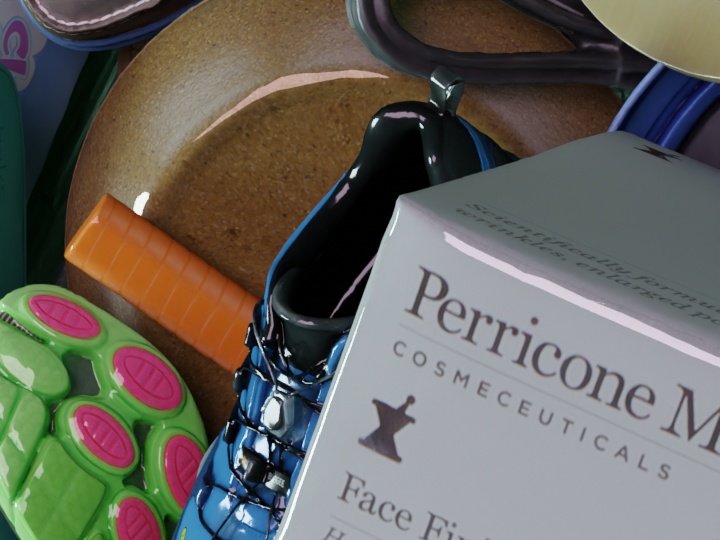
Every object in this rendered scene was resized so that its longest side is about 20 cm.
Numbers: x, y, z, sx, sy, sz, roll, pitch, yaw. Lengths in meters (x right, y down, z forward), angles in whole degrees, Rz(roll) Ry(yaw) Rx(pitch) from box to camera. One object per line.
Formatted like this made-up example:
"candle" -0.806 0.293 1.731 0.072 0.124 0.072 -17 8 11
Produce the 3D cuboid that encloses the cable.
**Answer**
"cable" 0.094 -0.070 0.942 0.199 0.050 0.097 -5 99 -7

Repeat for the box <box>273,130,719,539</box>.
"box" 0.107 0.063 0.783 0.199 0.200 0.131 24 105 18

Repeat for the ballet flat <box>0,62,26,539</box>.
"ballet flat" -0.140 0.026 0.982 0.069 0.069 0.201 -4 94 20

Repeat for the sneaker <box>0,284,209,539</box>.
"sneaker" -0.073 0.095 0.968 0.077 0.084 0.200 -39 110 -25

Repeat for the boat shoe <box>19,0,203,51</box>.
"boat shoe" -0.041 -0.146 0.960 0.200 0.072 0.072 -40 87 13

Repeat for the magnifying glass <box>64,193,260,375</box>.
"magnifying glass" -0.006 0.042 0.950 0.200 0.022 0.080 35 106 -9

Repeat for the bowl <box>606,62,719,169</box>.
"bowl" 0.160 0.010 0.885 0.200 0.039 0.201 3 97 21

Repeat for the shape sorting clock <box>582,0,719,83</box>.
"shape sorting clock" 0.134 -0.150 0.865 0.200 0.039 0.201 -18 63 40

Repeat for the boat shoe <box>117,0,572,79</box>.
"boat shoe" 0.014 -0.084 1.004 0.200 0.063 0.073 -15 60 19

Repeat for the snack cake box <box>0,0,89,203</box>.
"snack cake box" -0.179 -0.041 1.056 0.115 0.067 0.200 22 91 40

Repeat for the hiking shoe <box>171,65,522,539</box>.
"hiking shoe" -0.017 0.038 0.879 0.074 0.087 0.200 22 79 31

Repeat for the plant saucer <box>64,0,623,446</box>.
"plant saucer" 0.000 0.000 0.964 0.200 0.035 0.201 1 107 3
